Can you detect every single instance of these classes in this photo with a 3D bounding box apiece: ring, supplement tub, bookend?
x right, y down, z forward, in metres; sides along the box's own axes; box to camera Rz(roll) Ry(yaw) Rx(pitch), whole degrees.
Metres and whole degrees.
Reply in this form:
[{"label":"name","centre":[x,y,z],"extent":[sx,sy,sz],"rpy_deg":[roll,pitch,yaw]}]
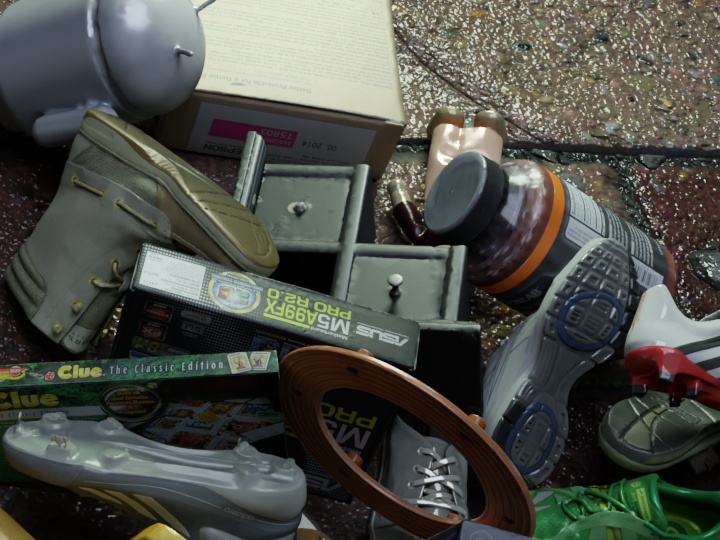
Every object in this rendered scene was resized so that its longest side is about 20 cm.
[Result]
[{"label":"ring","centre":[0.030,0.116,1.247],"extent":[0.200,0.201,0.019],"rpy_deg":[33,61,9]},{"label":"supplement tub","centre":[0.143,-0.015,1.474],"extent":[0.199,0.107,0.107],"rpy_deg":[29,41,-28]},{"label":"bookend","centre":[0.000,0.000,1.415],"extent":[0.198,0.092,0.200],"rpy_deg":[3,46,8]}]

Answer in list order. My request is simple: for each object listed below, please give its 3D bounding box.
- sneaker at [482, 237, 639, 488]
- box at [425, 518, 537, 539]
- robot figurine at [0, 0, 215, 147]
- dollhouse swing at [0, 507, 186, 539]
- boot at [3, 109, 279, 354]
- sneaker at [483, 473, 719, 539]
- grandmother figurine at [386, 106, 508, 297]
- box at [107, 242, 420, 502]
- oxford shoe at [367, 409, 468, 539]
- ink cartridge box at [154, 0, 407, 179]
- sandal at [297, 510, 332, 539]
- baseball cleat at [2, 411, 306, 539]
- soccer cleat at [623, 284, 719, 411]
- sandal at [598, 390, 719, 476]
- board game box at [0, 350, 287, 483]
[{"label":"sneaker","centre":[0.132,0.060,1.406],"extent":[0.074,0.087,0.201],"rpy_deg":[36,82,-26]},{"label":"box","centre":[0.083,0.273,1.193],"extent":[0.121,0.106,0.201],"rpy_deg":[17,72,-8]},{"label":"robot figurine","centre":[-0.202,-0.165,1.464],"extent":[0.199,0.113,0.171],"rpy_deg":[-11,53,27]},{"label":"dollhouse swing","centre":[-0.217,0.208,1.149],"extent":[0.176,0.182,0.200],"rpy_deg":[50,49,-2]},{"label":"boot","centre":[-0.159,-0.003,1.350],"extent":[0.200,0.155,0.072],"rpy_deg":[37,11,30]},{"label":"sneaker","centre":[0.181,0.176,1.380],"extent":[0.199,0.084,0.074],"rpy_deg":[1,50,-19]},{"label":"grandmother figurine","centre":[0.081,-0.047,1.560],"extent":[0.120,0.061,0.201],"rpy_deg":[1,47,16]},{"label":"box","centre":[-0.075,0.074,1.317],"extent":[0.199,0.161,0.044],"rpy_deg":[17,45,-8]},{"label":"oxford shoe","centre":[0.047,0.160,1.362],"extent":[0.075,0.058,0.201],"rpy_deg":[14,49,-14]},{"label":"ink cartridge box","centre":[-0.071,-0.170,1.592],"extent":[0.198,0.075,0.166],"rpy_deg":[8,49,-15]},{"label":"sandal","centre":[-0.031,0.215,1.283],"extent":[0.080,0.054,0.200],"rpy_deg":[-19,59,-33]},{"label":"baseball cleat","centre":[-0.137,0.154,1.236],"extent":[0.198,0.107,0.070],"rpy_deg":[10,22,-2]},{"label":"soccer cleat","centre":[0.279,0.076,1.414],"extent":[0.199,0.069,0.086],"rpy_deg":[23,62,-24]},{"label":"sandal","centre":[0.242,0.126,1.462],"extent":[0.200,0.058,0.080],"rpy_deg":[-9,34,-46]},{"label":"board game box","centre":[-0.150,0.098,1.266],"extent":[0.198,0.105,0.024],"rpy_deg":[-2,49,0]}]
